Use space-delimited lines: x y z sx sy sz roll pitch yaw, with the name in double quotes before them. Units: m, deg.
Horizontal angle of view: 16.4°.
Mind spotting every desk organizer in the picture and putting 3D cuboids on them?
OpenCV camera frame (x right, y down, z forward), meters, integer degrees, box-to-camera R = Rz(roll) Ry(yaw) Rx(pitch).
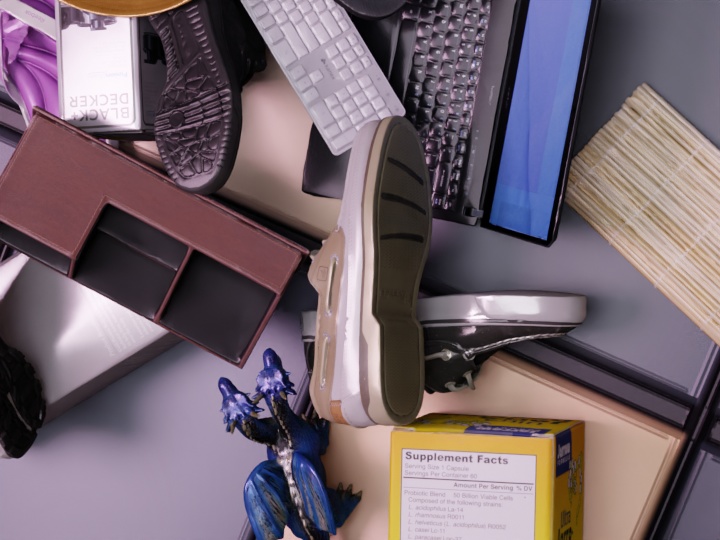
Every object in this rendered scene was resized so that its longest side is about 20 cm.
"desk organizer" -0.141 -0.019 1.616 0.199 0.072 0.077 28 76 -3

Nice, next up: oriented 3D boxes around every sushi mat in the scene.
"sushi mat" 0.225 -0.022 1.625 0.200 0.012 0.096 44 101 11

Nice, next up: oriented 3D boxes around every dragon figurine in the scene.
"dragon figurine" -0.042 0.149 1.658 0.059 0.099 0.201 -16 91 16

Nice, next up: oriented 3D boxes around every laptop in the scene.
"laptop" 0.056 -0.119 1.624 0.199 0.103 0.178 12 94 15

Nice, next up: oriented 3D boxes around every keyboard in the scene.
"keyboard" -0.045 -0.174 1.637 0.056 0.011 0.201 -31 88 -13

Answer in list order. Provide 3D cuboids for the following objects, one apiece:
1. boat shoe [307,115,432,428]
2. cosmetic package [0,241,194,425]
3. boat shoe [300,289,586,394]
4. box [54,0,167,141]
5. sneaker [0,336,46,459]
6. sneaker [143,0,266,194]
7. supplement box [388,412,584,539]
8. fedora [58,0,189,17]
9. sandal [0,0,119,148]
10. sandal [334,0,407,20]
"boat shoe" 0.000 0.000 1.598 0.068 0.075 0.201 -5 74 35
"cosmetic package" -0.206 0.036 1.713 0.199 0.090 0.107 -29 84 17
"boat shoe" 0.057 0.048 1.649 0.199 0.071 0.064 -6 89 24
"box" -0.157 -0.188 1.676 0.060 0.117 0.201 -3 91 17
"sneaker" -0.273 0.037 1.621 0.079 0.074 0.201 1 122 26
"sneaker" -0.094 -0.134 1.639 0.060 0.104 0.201 -17 69 20
"supplement box" 0.082 0.198 1.621 0.108 0.109 0.201 2 93 15
"fedora" -0.159 -0.255 1.571 0.200 0.082 0.202 0 91 20
"sandal" -0.221 -0.145 1.729 0.082 0.050 0.203 -28 84 14
"sandal" -0.048 -0.238 1.616 0.200 0.048 0.076 31 81 -2
